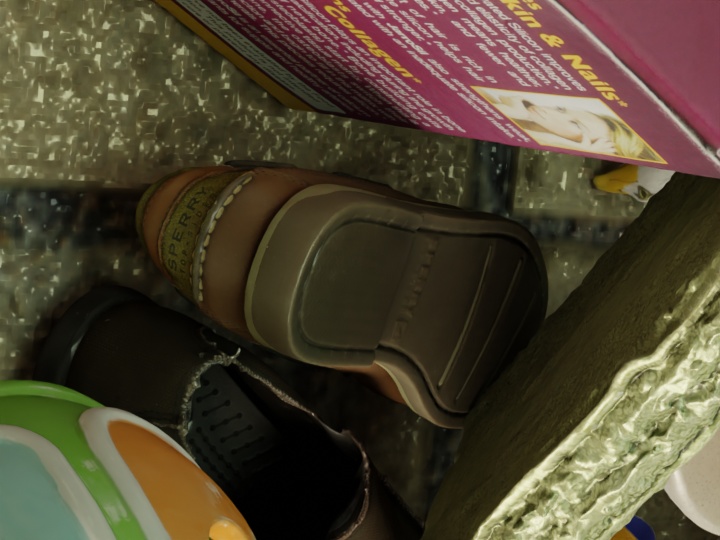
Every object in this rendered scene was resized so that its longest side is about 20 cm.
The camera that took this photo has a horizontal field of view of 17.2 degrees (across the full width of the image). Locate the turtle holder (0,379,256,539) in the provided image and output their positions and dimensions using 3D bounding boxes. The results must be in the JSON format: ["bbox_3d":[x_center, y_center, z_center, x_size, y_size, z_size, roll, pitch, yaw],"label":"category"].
[{"bbox_3d":[-0.102,0.114,0.615,0.185,0.132,0.141,-24,115,-31],"label":"turtle holder"}]

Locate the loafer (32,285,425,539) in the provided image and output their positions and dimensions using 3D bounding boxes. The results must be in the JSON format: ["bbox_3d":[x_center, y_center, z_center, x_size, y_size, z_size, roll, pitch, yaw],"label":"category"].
[{"bbox_3d":[-0.023,0.083,0.762,0.200,0.071,0.073,43,70,-37],"label":"loafer"}]

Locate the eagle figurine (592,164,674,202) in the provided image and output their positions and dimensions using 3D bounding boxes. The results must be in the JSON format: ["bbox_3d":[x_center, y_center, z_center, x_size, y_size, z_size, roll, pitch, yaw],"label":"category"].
[{"bbox_3d":[0.156,-0.040,0.852,0.200,0.151,0.152,47,71,-29],"label":"eagle figurine"}]

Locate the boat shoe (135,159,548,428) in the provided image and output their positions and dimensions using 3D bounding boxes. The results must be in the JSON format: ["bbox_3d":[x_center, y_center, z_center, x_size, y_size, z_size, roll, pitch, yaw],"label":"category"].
[{"bbox_3d":[0.000,0.000,0.767,0.072,0.068,0.200,-66,153,-3],"label":"boat shoe"}]

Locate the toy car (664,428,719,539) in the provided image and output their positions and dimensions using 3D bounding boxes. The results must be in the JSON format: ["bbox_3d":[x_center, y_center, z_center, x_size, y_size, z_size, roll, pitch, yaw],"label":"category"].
[{"bbox_3d":[0.195,0.084,0.753,0.150,0.175,0.200,-27,120,-24],"label":"toy car"}]

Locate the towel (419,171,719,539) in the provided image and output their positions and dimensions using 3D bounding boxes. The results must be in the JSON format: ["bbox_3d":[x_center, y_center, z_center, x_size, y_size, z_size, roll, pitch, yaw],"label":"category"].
[{"bbox_3d":[0.080,0.029,0.706,0.036,0.148,0.200,35,117,-5],"label":"towel"}]

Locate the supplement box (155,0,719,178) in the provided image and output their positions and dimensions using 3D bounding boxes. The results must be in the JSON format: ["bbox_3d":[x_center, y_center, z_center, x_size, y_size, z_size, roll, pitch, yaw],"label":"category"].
[{"bbox_3d":[0.023,-0.110,0.680,0.131,0.200,0.103,38,74,-39],"label":"supplement box"}]

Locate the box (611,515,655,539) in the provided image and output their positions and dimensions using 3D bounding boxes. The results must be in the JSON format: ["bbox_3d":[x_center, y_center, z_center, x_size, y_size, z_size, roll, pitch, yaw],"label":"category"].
[{"bbox_3d":[0.025,0.156,0.791,0.200,0.041,0.119,-23,136,-22],"label":"box"}]
